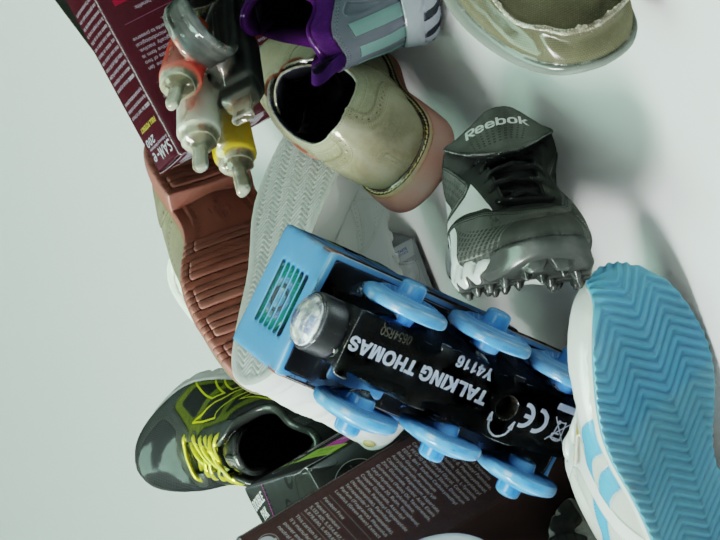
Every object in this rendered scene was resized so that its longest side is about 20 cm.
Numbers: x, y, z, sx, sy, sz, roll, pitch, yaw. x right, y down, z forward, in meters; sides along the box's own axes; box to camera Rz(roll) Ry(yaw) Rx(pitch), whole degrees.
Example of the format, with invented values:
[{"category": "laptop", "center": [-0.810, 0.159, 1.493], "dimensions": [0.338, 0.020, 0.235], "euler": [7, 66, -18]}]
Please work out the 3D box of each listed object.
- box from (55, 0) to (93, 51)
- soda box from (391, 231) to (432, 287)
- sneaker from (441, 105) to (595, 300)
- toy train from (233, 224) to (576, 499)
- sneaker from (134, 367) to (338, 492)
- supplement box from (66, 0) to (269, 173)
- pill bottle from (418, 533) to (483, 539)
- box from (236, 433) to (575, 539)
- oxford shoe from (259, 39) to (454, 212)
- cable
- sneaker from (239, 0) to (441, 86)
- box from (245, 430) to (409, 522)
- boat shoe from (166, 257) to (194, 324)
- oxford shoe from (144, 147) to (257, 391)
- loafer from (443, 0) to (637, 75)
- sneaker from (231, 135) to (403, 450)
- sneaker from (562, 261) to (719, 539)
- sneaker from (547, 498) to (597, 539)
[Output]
[{"category": "box", "center": [-0.152, -0.194, 1.816], "dimensions": [0.200, 0.049, 0.160], "euler": [52, 157, 25]}, {"category": "soda box", "center": [-0.027, 0.010, 1.747], "dimensions": [0.200, 0.068, 0.064], "euler": [16, 131, 64]}, {"category": "sneaker", "center": [0.070, -0.034, 1.410], "dimensions": [0.200, 0.066, 0.091], "euler": [-154, 58, -86]}, {"category": "toy train", "center": [0.037, 0.048, 1.488], "dimensions": [0.199, 0.087, 0.114], "euler": [23, -173, -31]}, {"category": "sneaker", "center": [-0.079, 0.103, 1.858], "dimensions": [0.199, 0.085, 0.075], "euler": [-21, 101, 37]}, {"category": "supplement box", "center": [-0.111, -0.170, 1.656], "dimensions": [0.201, 0.109, 0.061], "euler": [62, 161, 1]}, {"category": "pill bottle", "center": [0.080, 0.224, 1.533], "dimensions": [0.114, 0.114, 0.200], "euler": [43, 175, 42]}, {"category": "box", "center": [0.036, 0.147, 1.578], "dimensions": [0.075, 0.200, 0.100], "euler": [43, 154, 35]}, {"category": "oxford shoe", "center": [-0.019, -0.096, 1.537], "dimensions": [0.074, 0.071, 0.200], "euler": [31, -178, -31]}, {"category": "cable", "center": [-0.084, -0.130, 1.530], "dimensions": [0.097, 0.050, 0.200], "euler": [55, -165, -36]}, {"category": "sneaker", "center": [-0.045, -0.170, 1.522], "dimensions": [0.200, 0.087, 0.075], "euler": [43, 153, 42]}, {"category": "box", "center": [0.044, 0.180, 1.716], "dimensions": [0.201, 0.124, 0.148], "euler": [62, 161, 0]}, {"category": "boat shoe", "center": [-0.053, 0.057, 1.918], "dimensions": [0.200, 0.073, 0.062], "euler": [57, -156, -6]}, {"category": "oxford shoe", "center": [-0.072, 0.001, 1.673], "dimensions": [0.074, 0.070, 0.201], "euler": [87, 168, -49]}, {"category": "loafer", "center": [0.054, -0.173, 1.292], "dimensions": [0.200, 0.075, 0.070], "euler": [54, 163, 20]}, {"category": "sneaker", "center": [0.000, 0.000, 1.599], "dimensions": [0.115, 0.201, 0.074], "euler": [33, 147, -33]}, {"category": "sneaker", "center": [0.132, 0.081, 1.435], "dimensions": [0.081, 0.076, 0.201], "euler": [27, 141, 49]}, {"category": "sneaker", "center": [0.175, 0.198, 1.527], "dimensions": [0.200, 0.077, 0.085], "euler": [57, 179, 28]}]
